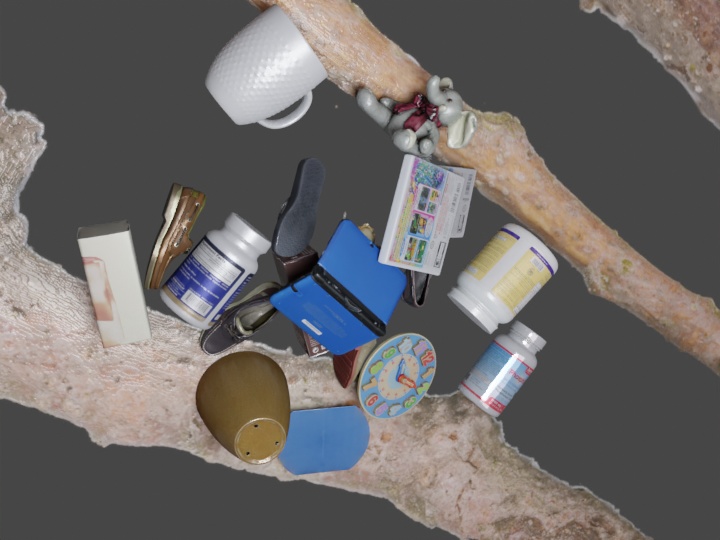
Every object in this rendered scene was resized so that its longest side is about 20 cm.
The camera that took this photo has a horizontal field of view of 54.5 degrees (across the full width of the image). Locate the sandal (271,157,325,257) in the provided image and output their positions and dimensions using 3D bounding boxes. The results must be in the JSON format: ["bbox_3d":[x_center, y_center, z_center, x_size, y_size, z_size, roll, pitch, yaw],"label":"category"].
[{"bbox_3d":[-0.116,-0.114,1.305,0.076,0.043,0.200,34,67,-39],"label":"sandal"}]

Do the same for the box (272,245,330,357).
[{"bbox_3d":[-0.103,0.054,1.349,0.075,0.100,0.200,-21,112,-14],"label":"box"}]

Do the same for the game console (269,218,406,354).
[{"bbox_3d":[-0.036,0.035,1.267,0.171,0.118,0.200,-27,127,27],"label":"game console"}]

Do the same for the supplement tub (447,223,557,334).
[{"bbox_3d":[0.292,0.018,1.448,0.200,0.145,0.145,-46,114,-1],"label":"supplement tub"}]

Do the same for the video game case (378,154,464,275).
[{"bbox_3d":[0.117,-0.099,1.310,0.182,0.024,0.200,11,94,-50],"label":"video game case"}]

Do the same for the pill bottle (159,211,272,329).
[{"bbox_3d":[-0.259,-0.002,1.270,0.116,0.116,0.200,40,90,-24],"label":"pill bottle"}]

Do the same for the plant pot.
[{"bbox_3d":[-0.206,0.274,1.324,0.186,0.200,0.187,-5,106,-18],"label":"plant pot"}]

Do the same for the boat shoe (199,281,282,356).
[{"bbox_3d":[-0.225,0.098,1.325,0.200,0.065,0.072,-35,114,7],"label":"boat shoe"}]

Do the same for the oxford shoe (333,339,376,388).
[{"bbox_3d":[-0.002,0.163,1.408,0.075,0.070,0.200,-15,142,-32],"label":"oxford shoe"}]

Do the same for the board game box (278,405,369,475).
[{"bbox_3d":[-0.081,0.350,1.478,0.200,0.039,0.158,-3,111,-13],"label":"board game box"}]

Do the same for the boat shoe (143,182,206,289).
[{"bbox_3d":[-0.332,-0.053,1.254,0.068,0.072,0.200,17,99,-21],"label":"boat shoe"}]

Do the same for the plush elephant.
[{"bbox_3d":[0.124,-0.290,1.299,0.155,0.165,0.200,-45,144,12],"label":"plush elephant"}]

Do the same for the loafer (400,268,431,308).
[{"bbox_3d":[0.128,-0.020,1.426,0.072,0.063,0.200,4,104,-21],"label":"loafer"}]

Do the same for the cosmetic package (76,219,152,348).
[{"bbox_3d":[-0.430,0.022,1.227,0.087,0.103,0.200,-11,107,-17],"label":"cosmetic package"}]

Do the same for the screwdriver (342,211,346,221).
[{"bbox_3d":[-0.051,-0.011,1.285,0.029,0.028,0.200,7,98,2],"label":"screwdriver"}]

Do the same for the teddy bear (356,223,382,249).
[{"bbox_3d":[0.000,0.000,1.359,0.067,0.200,0.145,6,68,17],"label":"teddy bear"}]

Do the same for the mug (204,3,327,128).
[{"bbox_3d":[-0.158,-0.325,1.208,0.175,0.148,0.200,-37,144,3],"label":"mug"}]

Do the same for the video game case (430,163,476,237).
[{"bbox_3d":[0.154,-0.135,1.376,0.200,0.018,0.143,-4,109,-48],"label":"video game case"}]

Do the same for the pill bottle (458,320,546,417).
[{"bbox_3d":[0.314,0.212,1.532,0.109,0.109,0.200,36,92,-24],"label":"pill bottle"}]

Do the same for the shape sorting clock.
[{"bbox_3d":[0.080,0.223,1.464,0.200,0.039,0.200,-15,116,-34],"label":"shape sorting clock"}]
